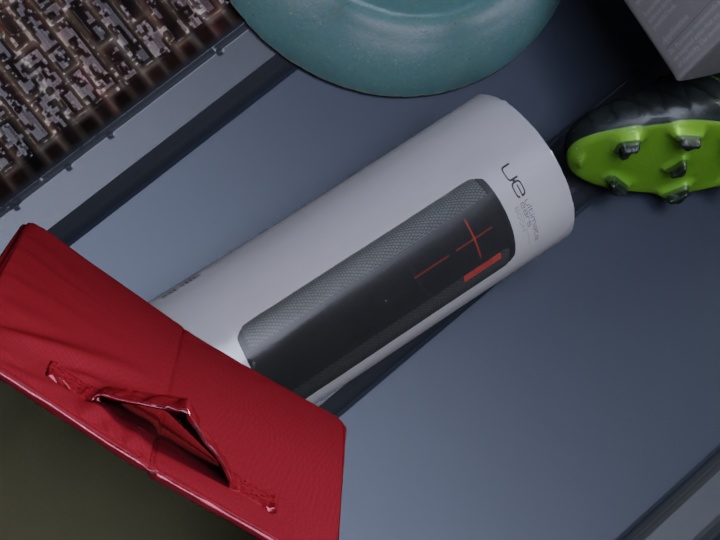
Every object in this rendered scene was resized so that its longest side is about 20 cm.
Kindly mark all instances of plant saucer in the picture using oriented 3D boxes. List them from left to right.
[{"bbox_3d":[0.019,-0.186,1.206,0.199,0.036,0.201,3,78,-16],"label":"plant saucer"}]

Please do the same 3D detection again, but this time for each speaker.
[{"bbox_3d":[0.000,0.000,1.141,0.200,0.081,0.081,-32,90,-20],"label":"speaker"}]

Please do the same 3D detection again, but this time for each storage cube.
[{"bbox_3d":[-0.119,0.113,0.998,0.171,0.180,0.200,32,104,-8],"label":"storage cube"}]

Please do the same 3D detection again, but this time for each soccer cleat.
[{"bbox_3d":[0.188,-0.087,1.229,0.199,0.068,0.081,-11,59,-14],"label":"soccer cleat"}]

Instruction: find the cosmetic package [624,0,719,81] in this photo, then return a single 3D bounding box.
[{"bbox_3d":[0.150,-0.201,1.169,0.090,0.107,0.200,-14,69,-42],"label":"cosmetic package"}]
